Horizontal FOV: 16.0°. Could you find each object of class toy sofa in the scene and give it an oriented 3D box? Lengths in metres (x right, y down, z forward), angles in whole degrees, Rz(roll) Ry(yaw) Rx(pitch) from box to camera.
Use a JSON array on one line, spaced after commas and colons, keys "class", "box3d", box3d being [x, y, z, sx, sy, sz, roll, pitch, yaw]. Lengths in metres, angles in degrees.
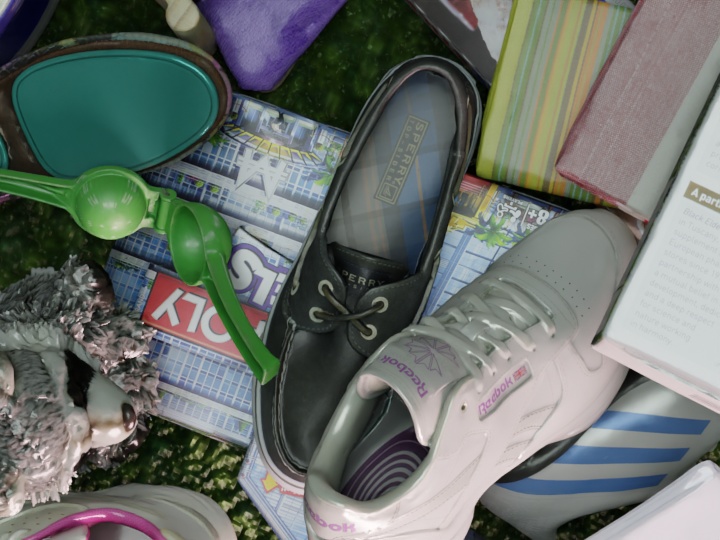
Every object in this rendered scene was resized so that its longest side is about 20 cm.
[{"class": "toy sofa", "box3d": [-0.015, -0.179, 1.155, 0.200, 0.083, 0.098, -44, 85, -1]}]

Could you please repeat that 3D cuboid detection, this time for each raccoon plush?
[{"class": "raccoon plush", "box3d": [-0.178, 0.067, 1.103, 0.200, 0.134, 0.097, -18, 96, 26]}]

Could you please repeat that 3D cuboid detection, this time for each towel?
[{"class": "towel", "box3d": [0.154, -0.059, 1.104, 0.200, 0.018, 0.086, 14, 90, 5]}, {"class": "towel", "box3d": [0.200, -0.057, 1.082, 0.200, 0.023, 0.144, 29, 88, 3]}]

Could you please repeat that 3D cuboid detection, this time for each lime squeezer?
[{"class": "lime squeezer", "box3d": [-0.103, -0.012, 1.113, 0.200, 0.038, 0.071, 29, 53, 19]}]

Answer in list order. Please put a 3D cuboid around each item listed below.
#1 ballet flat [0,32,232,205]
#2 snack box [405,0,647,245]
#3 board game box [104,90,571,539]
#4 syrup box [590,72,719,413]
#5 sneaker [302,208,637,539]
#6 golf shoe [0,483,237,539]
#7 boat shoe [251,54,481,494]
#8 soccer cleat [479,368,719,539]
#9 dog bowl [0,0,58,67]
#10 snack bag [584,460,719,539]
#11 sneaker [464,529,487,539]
[{"class": "ballet flat", "box3d": [-0.150, -0.063, 1.163, 0.200, 0.071, 0.069, -19, 100, 12]}, {"class": "snack box", "box3d": [0.096, -0.091, 1.139, 0.072, 0.024, 0.200, -42, 78, -2]}, {"class": "board game box", "box3d": [-0.028, 0.036, 1.159, 0.200, 0.062, 0.200, 20, 88, 4]}, {"class": "syrup box", "box3d": [0.171, -0.042, 1.031, 0.081, 0.079, 0.200, 27, 87, 3]}, {"class": "sneaker", "box3d": [0.050, 0.047, 1.063, 0.075, 0.100, 0.200, 32, 72, 25]}, {"class": "golf shoe", "box3d": [-0.158, 0.126, 1.148, 0.200, 0.092, 0.075, -3, 89, 4]}, {"class": "boat shoe", "box3d": [0.000, 0.000, 1.100, 0.069, 0.057, 0.200, 18, 88, 4]}, {"class": "soccer cleat", "box3d": [0.140, 0.054, 1.144, 0.200, 0.086, 0.070, -28, 42, 7]}, {"class": "dog bowl", "box3d": [-0.235, -0.165, 1.171, 0.200, 0.079, 0.200, 0, 87, 3]}, {"class": "snack bag", "box3d": [0.130, 0.199, 1.092, 0.189, 0.021, 0.200, -33, 100, 12]}, {"class": "sneaker", "box3d": [0.140, 0.150, 1.129, 0.202, 0.077, 0.146, 41, 101, -6]}]
